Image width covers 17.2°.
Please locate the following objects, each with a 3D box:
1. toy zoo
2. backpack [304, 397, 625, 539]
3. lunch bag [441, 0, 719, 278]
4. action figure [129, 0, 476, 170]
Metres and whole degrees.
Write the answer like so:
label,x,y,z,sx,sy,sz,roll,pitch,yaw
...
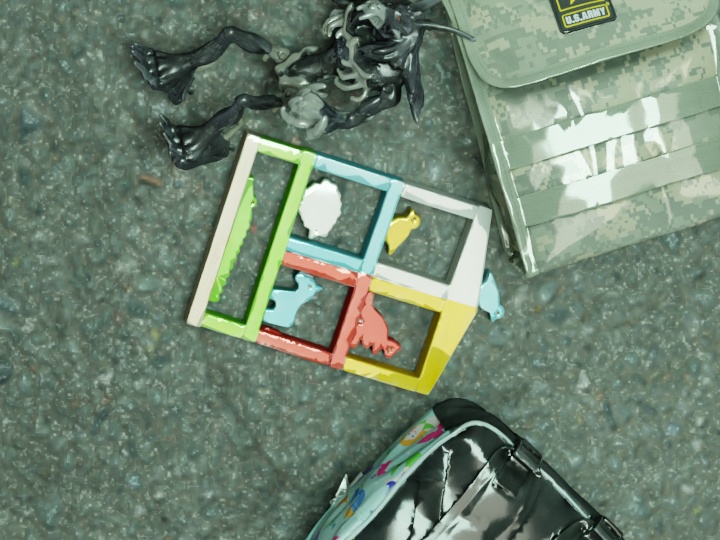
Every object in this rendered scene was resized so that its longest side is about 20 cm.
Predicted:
label,x,y,z,sx,sy,sz,roll,pitch,yaw
toy zoo,0.000,0.000,1.545,0.199,0.020,0.132,18,99,-11
backpack,0.052,0.199,1.529,0.177,0.151,0.200,43,86,-12
lunch bag,0.148,-0.117,1.495,0.163,0.118,0.201,-16,97,-1
action figure,-0.035,-0.129,1.446,0.199,0.102,0.119,-20,76,15
